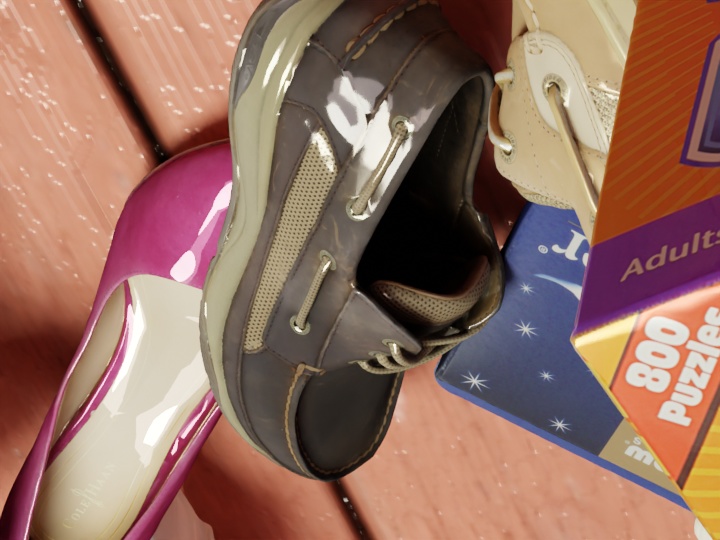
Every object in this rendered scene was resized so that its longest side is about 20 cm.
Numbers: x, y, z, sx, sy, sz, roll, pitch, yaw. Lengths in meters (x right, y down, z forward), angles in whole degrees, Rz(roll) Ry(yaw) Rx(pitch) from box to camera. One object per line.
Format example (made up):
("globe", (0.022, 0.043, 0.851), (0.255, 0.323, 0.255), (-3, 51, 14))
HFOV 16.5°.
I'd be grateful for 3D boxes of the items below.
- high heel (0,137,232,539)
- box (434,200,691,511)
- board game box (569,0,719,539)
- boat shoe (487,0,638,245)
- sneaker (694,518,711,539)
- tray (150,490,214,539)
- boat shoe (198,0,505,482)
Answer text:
("high heel", (-0.073, 0.043, 0.817), (0.067, 0.096, 0.200), (27, 136, -14))
("box", (0.101, 0.012, 0.757), (0.121, 0.032, 0.200), (26, 139, 0))
("board game box", (0.191, -0.011, 0.542), (0.199, 0.200, 0.200), (-22, 120, 29))
("boat shoe", (0.063, -0.040, 0.644), (0.064, 0.071, 0.201), (-30, 86, 22))
("sneaker", (0.195, 0.112, 0.736), (0.199, 0.089, 0.079), (21, 106, -21))
("tray", (-0.056, 0.170, 0.936), (0.022, 0.108, 0.200), (-5, 138, 1))
("boat shoe", (0.000, 0.000, 0.747), (0.073, 0.074, 0.200), (36, 145, 28))
